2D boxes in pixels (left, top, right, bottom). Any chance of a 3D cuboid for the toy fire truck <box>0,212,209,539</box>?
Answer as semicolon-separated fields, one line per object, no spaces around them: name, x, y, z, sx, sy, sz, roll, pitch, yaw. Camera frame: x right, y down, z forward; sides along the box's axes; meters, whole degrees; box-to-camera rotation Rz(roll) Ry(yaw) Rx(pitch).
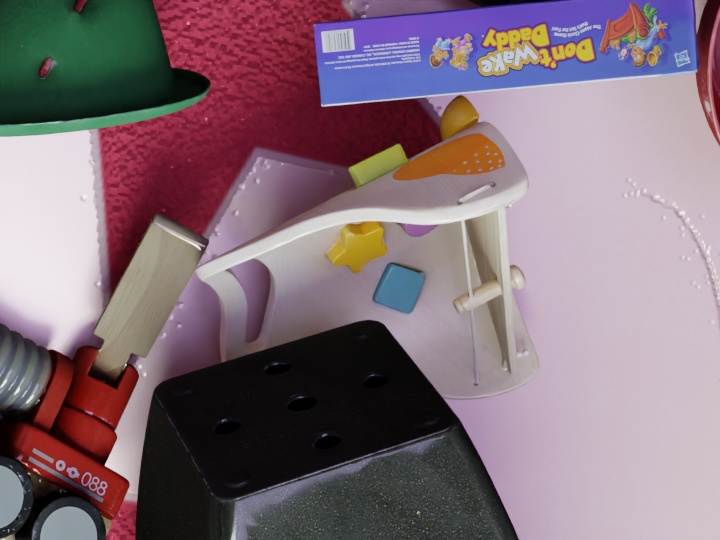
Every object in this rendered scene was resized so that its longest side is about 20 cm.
toy fire truck;-0.186;0.052;1.327;0.176;0.128;0.201;33;71;-26

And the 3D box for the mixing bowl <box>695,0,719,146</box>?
mixing bowl;0.274;-0.128;1.424;0.199;0.108;0.201;-4;102;-17

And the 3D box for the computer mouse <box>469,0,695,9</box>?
computer mouse;0.110;-0.186;1.376;0.200;0.053;0.138;31;129;-25

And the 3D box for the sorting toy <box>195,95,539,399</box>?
sorting toy;0.000;0.000;1.350;0.179;0.107;0.200;-19;147;-7

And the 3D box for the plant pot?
plant pot;-0.020;0.145;1.298;0.199;0.200;0.178;-17;119;-13

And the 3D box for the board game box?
board game box;0.084;-0.122;1.313;0.199;0.134;0.045;-5;95;9

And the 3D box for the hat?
hat;-0.157;-0.175;1.248;0.200;0.165;0.177;-18;113;-44
